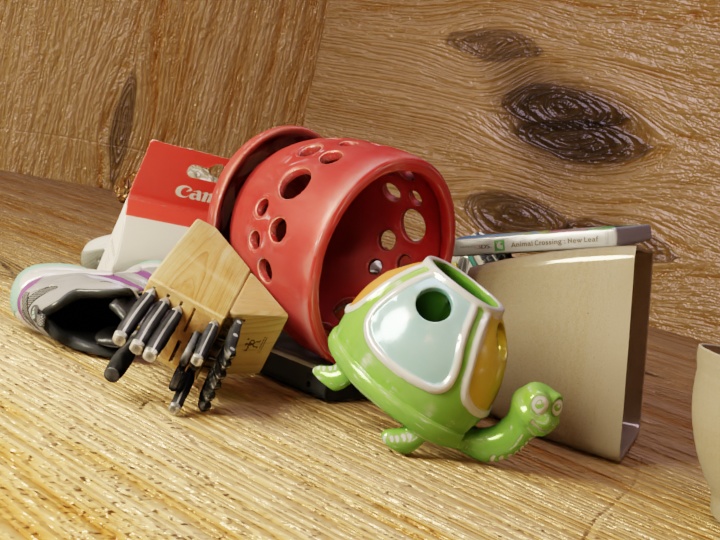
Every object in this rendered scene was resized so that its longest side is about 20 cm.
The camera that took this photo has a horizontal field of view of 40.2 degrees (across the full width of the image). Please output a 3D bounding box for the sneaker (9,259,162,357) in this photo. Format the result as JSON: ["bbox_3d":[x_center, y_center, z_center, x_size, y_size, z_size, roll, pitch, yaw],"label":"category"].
[{"bbox_3d":[-0.206,0.042,0.894,0.197,0.079,0.139,-3,15,-33],"label":"sneaker"}]

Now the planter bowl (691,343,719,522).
[{"bbox_3d":[0.357,0.151,0.795,0.196,0.138,0.200,14,5,-1],"label":"planter bowl"}]

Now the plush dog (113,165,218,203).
[{"bbox_3d":[-0.212,-0.039,1.175,0.196,0.175,0.160,12,4,-6],"label":"plush dog"}]

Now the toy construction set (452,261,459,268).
[{"bbox_3d":[0.090,0.062,1.145,0.091,0.134,0.199,-19,-2,26],"label":"toy construction set"}]

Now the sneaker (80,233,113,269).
[{"bbox_3d":[-0.207,-0.031,1.076,0.196,0.071,0.081,-8,49,-21],"label":"sneaker"}]

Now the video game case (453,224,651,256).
[{"bbox_3d":[0.218,-0.035,1.101,0.179,0.023,0.199,-3,2,27],"label":"video game case"}]

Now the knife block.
[{"bbox_3d":[-0.156,0.030,0.805,0.174,0.065,0.200,8,30,-46],"label":"knife block"}]

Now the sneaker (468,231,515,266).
[{"bbox_3d":[0.172,0.051,1.212,0.079,0.203,0.077,-28,-7,38],"label":"sneaker"}]

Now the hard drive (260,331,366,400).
[{"bbox_3d":[-0.067,0.085,0.999,0.197,0.034,0.138,17,6,36],"label":"hard drive"}]

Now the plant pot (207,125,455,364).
[{"bbox_3d":[-0.035,-0.030,0.941,0.181,0.204,0.198,21,9,40],"label":"plant pot"}]

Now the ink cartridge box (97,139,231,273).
[{"bbox_3d":[-0.173,-0.023,1.007,0.158,0.201,0.051,10,38,-33],"label":"ink cartridge box"}]

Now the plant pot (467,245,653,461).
[{"bbox_3d":[0.206,0.073,1.040,0.174,0.205,0.199,4,1,22],"label":"plant pot"}]

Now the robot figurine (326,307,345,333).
[{"bbox_3d":[-0.043,0.020,1.217,0.115,0.147,0.200,21,9,11],"label":"robot figurine"}]

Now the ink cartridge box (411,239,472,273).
[{"bbox_3d":[0.148,0.052,1.306,0.197,0.147,0.083,15,5,22],"label":"ink cartridge box"}]

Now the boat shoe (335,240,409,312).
[{"bbox_3d":[0.000,0.000,1.069,0.196,0.064,0.071,-16,13,4],"label":"boat shoe"}]

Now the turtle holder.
[{"bbox_3d":[0.064,0.075,0.809,0.140,0.133,0.186,21,17,-46],"label":"turtle holder"}]
